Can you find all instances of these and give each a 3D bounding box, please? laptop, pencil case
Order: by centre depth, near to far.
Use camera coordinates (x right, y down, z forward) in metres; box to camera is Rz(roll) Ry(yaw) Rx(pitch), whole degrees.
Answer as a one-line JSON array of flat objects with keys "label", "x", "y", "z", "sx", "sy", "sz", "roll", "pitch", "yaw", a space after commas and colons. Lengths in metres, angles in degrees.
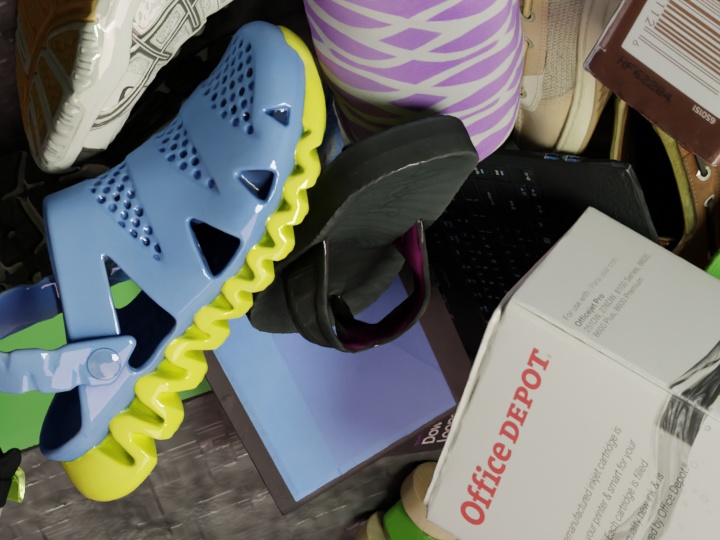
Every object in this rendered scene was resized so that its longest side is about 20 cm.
[{"label": "pencil case", "x": 0.018, "y": -0.108, "z": 0.825, "sx": 0.084, "sy": 0.086, "sz": 0.200, "roll": -15, "pitch": 157, "yaw": -3}, {"label": "laptop", "x": 0.038, "y": 0.037, "z": 1.019, "sx": 0.200, "sy": 0.103, "sz": 0.177, "roll": 8, "pitch": 141, "yaw": 32}]

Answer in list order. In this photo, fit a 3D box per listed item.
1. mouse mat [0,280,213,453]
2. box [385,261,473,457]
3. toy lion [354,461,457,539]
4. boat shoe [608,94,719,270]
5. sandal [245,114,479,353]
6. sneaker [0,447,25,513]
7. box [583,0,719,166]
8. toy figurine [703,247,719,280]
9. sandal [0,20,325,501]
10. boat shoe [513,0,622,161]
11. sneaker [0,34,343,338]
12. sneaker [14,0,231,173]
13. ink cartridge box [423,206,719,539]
[{"label": "mouse mat", "x": -0.094, "y": 0.020, "z": 1.054, "sx": 0.200, "sy": 0.008, "sz": 0.161, "roll": -18, "pitch": 146, "yaw": -8}, {"label": "box", "x": 0.110, "y": 0.031, "z": 1.166, "sx": 0.200, "sy": 0.036, "sz": 0.143, "roll": -7, "pitch": 142, "yaw": -24}, {"label": "toy lion", "x": 0.092, "y": 0.207, "z": 1.259, "sx": 0.200, "sy": 0.192, "sz": 0.069, "roll": 9, "pitch": 135, "yaw": -40}, {"label": "boat shoe", "x": 0.141, "y": -0.028, "z": 1.039, "sx": 0.068, "sy": 0.072, "sz": 0.200, "roll": -34, "pitch": 137, "yaw": -30}, {"label": "sandal", "x": -0.001, "y": 0.000, "z": 0.892, "sx": 0.075, "sy": 0.048, "sz": 0.200, "roll": -18, "pitch": 166, "yaw": -17}, {"label": "sneaker", "x": -0.221, "y": 0.059, "z": 0.997, "sx": 0.083, "sy": 0.072, "sz": 0.200, "roll": -59, "pitch": 139, "yaw": -21}, {"label": "box", "x": 0.184, "y": -0.103, "z": 0.893, "sx": 0.200, "sy": 0.075, "sz": 0.100, "roll": -4, "pitch": 129, "yaw": -54}, {"label": "toy figurine", "x": 0.258, "y": 0.004, "z": 1.034, "sx": 0.200, "sy": 0.150, "sz": 0.184, "roll": -54, "pitch": 169, "yaw": 23}, {"label": "sandal", "x": -0.084, "y": -0.008, "z": 0.847, "sx": 0.087, "sy": 0.079, "sz": 0.200, "roll": 26, "pitch": 101, "yaw": -23}, {"label": "boat shoe", "x": 0.083, "y": -0.104, "z": 0.939, "sx": 0.072, "sy": 0.065, "sz": 0.200, "roll": -62, "pitch": 173, "yaw": -21}, {"label": "sneaker", "x": -0.092, "y": -0.017, "z": 0.939, "sx": 0.200, "sy": 0.079, "sz": 0.089, "roll": -27, "pitch": 144, "yaw": 5}, {"label": "sneaker", "x": -0.069, "y": -0.108, "z": 0.826, "sx": 0.088, "sy": 0.076, "sz": 0.200, "roll": -2, "pitch": 142, "yaw": -29}, {"label": "ink cartridge box", "x": 0.142, "y": 0.088, "z": 0.943, "sx": 0.084, "sy": 0.200, "sz": 0.145, "roll": -46, "pitch": 161, "yaw": -44}]
